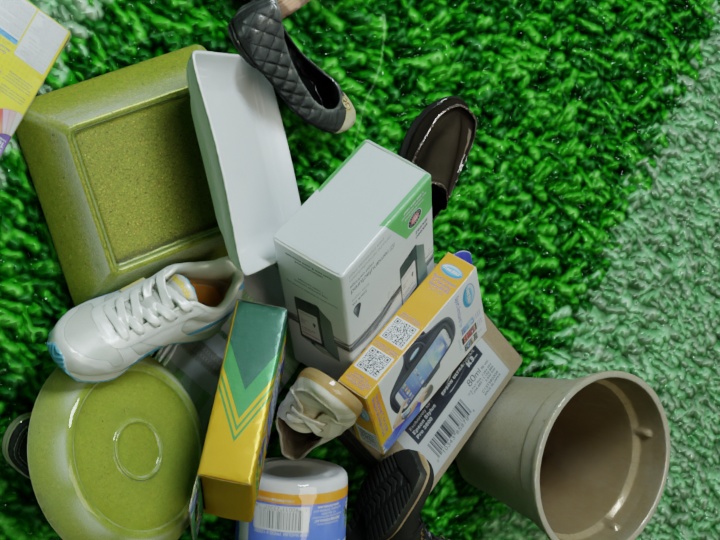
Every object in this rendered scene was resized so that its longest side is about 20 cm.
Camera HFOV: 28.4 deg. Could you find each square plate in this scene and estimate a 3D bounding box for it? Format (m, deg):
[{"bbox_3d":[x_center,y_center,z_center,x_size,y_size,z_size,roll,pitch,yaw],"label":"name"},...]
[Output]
[{"bbox_3d":[-0.106,-0.102,1.319,0.200,0.028,0.199,-26,104,-73],"label":"square plate"}]

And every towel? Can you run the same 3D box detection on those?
[{"bbox_3d":[-0.118,0.072,1.409,0.149,0.031,0.201,42,72,-31],"label":"towel"}]

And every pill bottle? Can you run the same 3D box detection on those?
[{"bbox_3d":[-0.071,0.295,1.421,0.112,0.112,0.201,-2,98,-35],"label":"pill bottle"}]

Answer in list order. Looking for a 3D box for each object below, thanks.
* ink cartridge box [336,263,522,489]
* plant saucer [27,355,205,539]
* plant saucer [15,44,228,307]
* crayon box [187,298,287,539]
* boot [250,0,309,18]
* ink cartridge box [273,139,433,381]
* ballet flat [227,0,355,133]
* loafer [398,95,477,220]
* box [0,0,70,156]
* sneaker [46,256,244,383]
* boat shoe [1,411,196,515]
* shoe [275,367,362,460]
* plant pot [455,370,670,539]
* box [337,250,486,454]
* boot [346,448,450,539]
[{"bbox_3d":[0.058,0.115,1.514,0.200,0.075,0.165,-53,123,-17],"label":"ink cartridge box"},{"bbox_3d":[-0.208,0.163,1.283,0.199,0.031,0.201,17,66,-44],"label":"plant saucer"},{"bbox_3d":[-0.192,-0.085,1.305,0.199,0.048,0.201,-23,106,-26],"label":"plant saucer"},{"bbox_3d":[-0.109,0.145,1.299,0.051,0.126,0.201,11,65,1],"label":"crayon box"},{"bbox_3d":[-0.061,-0.354,1.378,0.200,0.077,0.156,-38,112,-18],"label":"boot"},{"bbox_3d":[0.000,0.000,1.367,0.146,0.084,0.200,-49,154,-26],"label":"ink cartridge box"},{"bbox_3d":[-0.055,-0.192,1.377,0.200,0.057,0.067,39,30,-51],"label":"ballet flat"},{"bbox_3d":[0.075,-0.092,1.500,0.073,0.071,0.201,35,76,-34],"label":"loafer"},{"bbox_3d":[-0.344,-0.149,1.207,0.117,0.048,0.201,36,73,-34],"label":"box"},{"bbox_3d":[-0.192,0.037,1.276,0.200,0.081,0.077,-23,72,-43],"label":"sneaker"},{"bbox_3d":[-0.233,0.186,1.317,0.200,0.066,0.072,31,78,-34],"label":"boat shoe"},{"bbox_3d":[-0.045,0.143,1.361,0.070,0.200,0.054,31,71,0],"label":"shoe"},{"bbox_3d":[0.203,0.195,1.561,0.200,0.183,0.202,-5,99,-36],"label":"plant pot"},{"bbox_3d":[0.062,0.075,1.410,0.200,0.041,0.119,-47,150,-19],"label":"box"},{"bbox_3d":[0.062,0.269,1.489,0.138,0.078,0.200,11,129,-27],"label":"boot"}]
